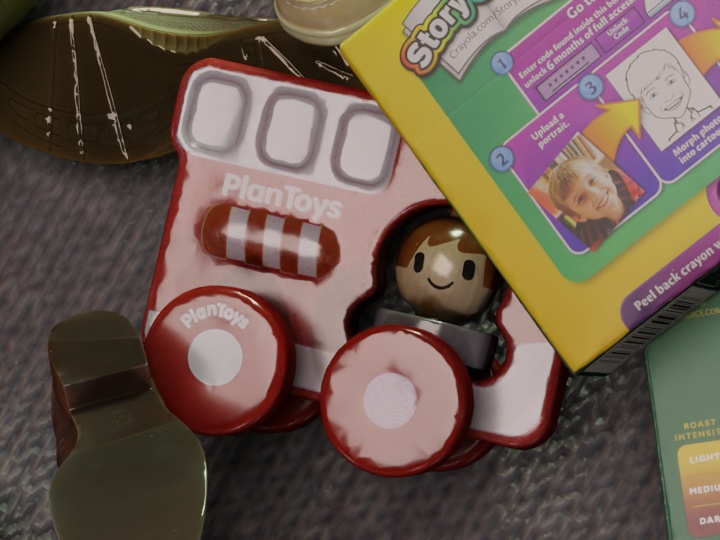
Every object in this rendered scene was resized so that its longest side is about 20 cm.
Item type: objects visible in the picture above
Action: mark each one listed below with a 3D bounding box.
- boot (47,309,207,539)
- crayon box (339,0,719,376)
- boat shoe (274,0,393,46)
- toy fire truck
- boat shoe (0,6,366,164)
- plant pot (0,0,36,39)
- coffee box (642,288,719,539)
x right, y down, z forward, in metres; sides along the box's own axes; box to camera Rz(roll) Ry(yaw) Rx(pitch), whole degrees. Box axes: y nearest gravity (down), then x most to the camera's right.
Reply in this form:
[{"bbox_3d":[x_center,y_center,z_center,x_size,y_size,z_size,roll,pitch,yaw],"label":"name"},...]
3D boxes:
[{"bbox_3d":[-0.088,0.144,1.278,0.064,0.200,0.186,-9,37,-3],"label":"boot"},{"bbox_3d":[0.120,-0.084,1.224,0.200,0.058,0.173,-38,76,14],"label":"crayon box"},{"bbox_3d":[0.021,-0.190,1.325,0.072,0.065,0.200,27,73,32],"label":"boat shoe"},{"bbox_3d":[0.000,0.000,1.339,0.200,0.112,0.168,12,91,15],"label":"toy fire truck"},{"bbox_3d":[-0.083,-0.091,1.424,0.200,0.063,0.073,-4,95,20],"label":"boat shoe"},{"bbox_3d":[-0.257,-0.122,1.397,0.190,0.200,0.200,-36,73,1],"label":"plant pot"},{"bbox_3d":[0.158,0.098,1.288,0.044,0.123,0.200,-10,76,13],"label":"coffee box"}]
